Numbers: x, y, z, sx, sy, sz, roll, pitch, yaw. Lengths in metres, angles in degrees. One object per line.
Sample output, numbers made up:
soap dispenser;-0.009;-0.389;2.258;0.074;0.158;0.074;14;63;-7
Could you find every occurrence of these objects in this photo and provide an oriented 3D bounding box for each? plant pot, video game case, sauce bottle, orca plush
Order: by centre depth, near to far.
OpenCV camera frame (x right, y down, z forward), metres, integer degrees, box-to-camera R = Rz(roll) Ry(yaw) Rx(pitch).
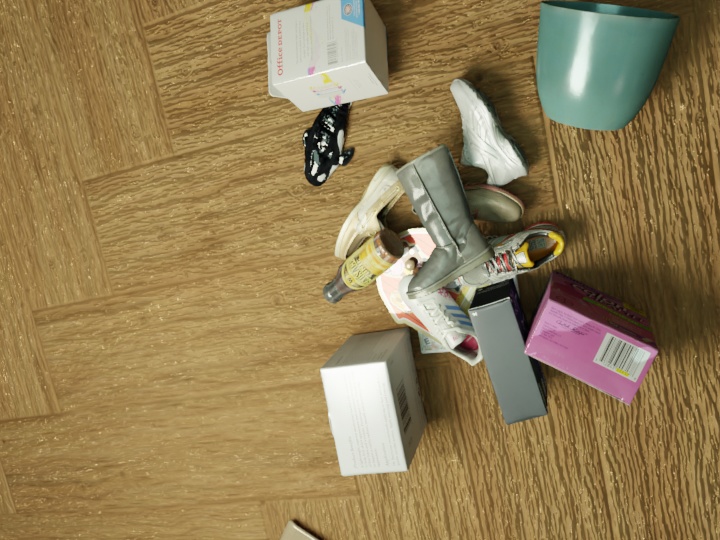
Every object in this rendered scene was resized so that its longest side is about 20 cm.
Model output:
plant pot;0.354;-0.307;1.004;0.195;0.201;0.165;13;118;15
orca plush;-0.056;-0.245;1.215;0.105;0.071;0.201;42;111;5
video game case;0.193;0.055;1.224;0.194;0.023;0.188;-7;100;20
sauce bottle;0.000;0.000;1.226;0.066;0.066;0.200;50;131;3

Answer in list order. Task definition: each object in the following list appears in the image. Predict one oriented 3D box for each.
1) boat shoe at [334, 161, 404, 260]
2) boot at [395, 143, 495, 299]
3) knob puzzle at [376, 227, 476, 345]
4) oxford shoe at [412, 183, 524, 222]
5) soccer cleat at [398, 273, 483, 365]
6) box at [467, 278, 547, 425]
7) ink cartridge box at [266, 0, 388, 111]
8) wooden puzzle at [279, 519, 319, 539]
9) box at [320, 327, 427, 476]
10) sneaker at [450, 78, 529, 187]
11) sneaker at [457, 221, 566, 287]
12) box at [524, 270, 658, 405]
boat shoe;0.022;-0.096;1.221;0.069;0.073;0.203;36;110;14
boot;0.111;-0.078;1.104;0.179;0.073;0.203;-31;96;8
knob puzzle;0.108;0.014;1.215;0.213;0.030;0.227;4;104;18
oxford shoe;0.183;-0.104;1.154;0.195;0.076;0.072;10;139;22
soccer cleat;0.146;0.085;1.163;0.199;0.087;0.070;40;111;-10
box;0.254;0.133;1.135;0.077;0.141;0.205;-17;97;20
ink cartridge box;-0.063;-0.369;1.145;0.194;0.125;0.133;-6;79;21
wooden puzzle;-0.103;0.662;1.451;0.197;0.046;0.189;30;109;15
box;0.030;0.235;1.225;0.127;0.200;0.205;-8;100;18
sneaker;0.198;-0.227;1.133;0.098;0.078;0.203;-33;90;25
sneaker;0.253;-0.028;1.130;0.196;0.082;0.080;-24;98;7
box;0.369;0.099;1.079;0.172;0.200;0.099;26;108;12
